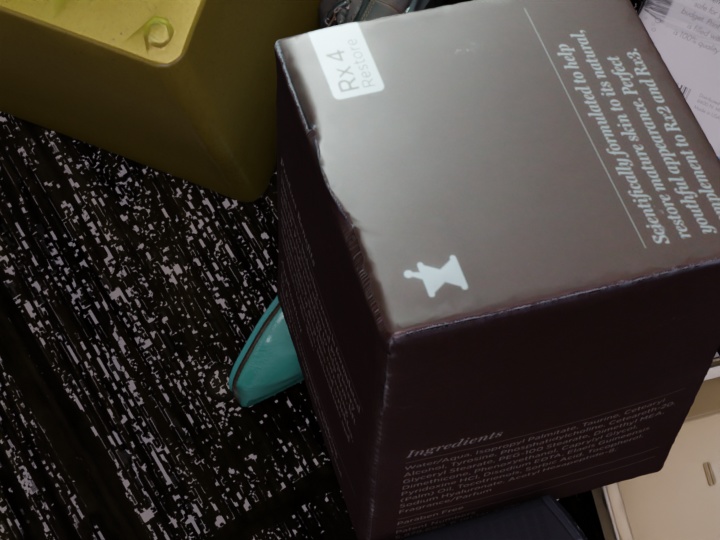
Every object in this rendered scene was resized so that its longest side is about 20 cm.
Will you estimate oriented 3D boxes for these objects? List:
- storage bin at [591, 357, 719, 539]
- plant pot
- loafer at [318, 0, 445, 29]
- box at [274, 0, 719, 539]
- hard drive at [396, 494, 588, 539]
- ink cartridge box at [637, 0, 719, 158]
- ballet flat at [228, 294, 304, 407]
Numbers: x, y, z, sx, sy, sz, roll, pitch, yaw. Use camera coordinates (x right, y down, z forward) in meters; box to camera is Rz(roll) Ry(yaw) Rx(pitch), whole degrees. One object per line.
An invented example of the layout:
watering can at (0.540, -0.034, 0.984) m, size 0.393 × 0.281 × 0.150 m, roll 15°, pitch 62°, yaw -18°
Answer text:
storage bin at (0.237, 0.140, 0.783) m, size 0.200 × 0.094 × 0.199 m, roll -15°, pitch 85°, yaw 2°
plant pot at (-0.121, -0.172, 0.786) m, size 0.200 × 0.176 × 0.200 m, roll 21°, pitch 87°, yaw 4°
loafer at (0.007, -0.150, 0.834) m, size 0.063 × 0.072 × 0.200 m, roll 32°, pitch 78°, yaw 9°
box at (0.058, 0.001, 0.676) m, size 0.164 × 0.200 × 0.166 m, roll -12°, pitch 57°, yaw -12°
hard drive at (0.055, 0.163, 0.742) m, size 0.135 × 0.200 × 0.042 m, roll -17°, pitch 69°, yaw 2°
ink cartridge box at (0.212, -0.127, 0.819) m, size 0.116 × 0.068 × 0.200 m, roll 26°, pitch 87°, yaw 5°
ballet flat at (0.000, 0.000, 0.818) m, size 0.070 × 0.067 × 0.200 m, roll 28°, pitch 86°, yaw 12°
